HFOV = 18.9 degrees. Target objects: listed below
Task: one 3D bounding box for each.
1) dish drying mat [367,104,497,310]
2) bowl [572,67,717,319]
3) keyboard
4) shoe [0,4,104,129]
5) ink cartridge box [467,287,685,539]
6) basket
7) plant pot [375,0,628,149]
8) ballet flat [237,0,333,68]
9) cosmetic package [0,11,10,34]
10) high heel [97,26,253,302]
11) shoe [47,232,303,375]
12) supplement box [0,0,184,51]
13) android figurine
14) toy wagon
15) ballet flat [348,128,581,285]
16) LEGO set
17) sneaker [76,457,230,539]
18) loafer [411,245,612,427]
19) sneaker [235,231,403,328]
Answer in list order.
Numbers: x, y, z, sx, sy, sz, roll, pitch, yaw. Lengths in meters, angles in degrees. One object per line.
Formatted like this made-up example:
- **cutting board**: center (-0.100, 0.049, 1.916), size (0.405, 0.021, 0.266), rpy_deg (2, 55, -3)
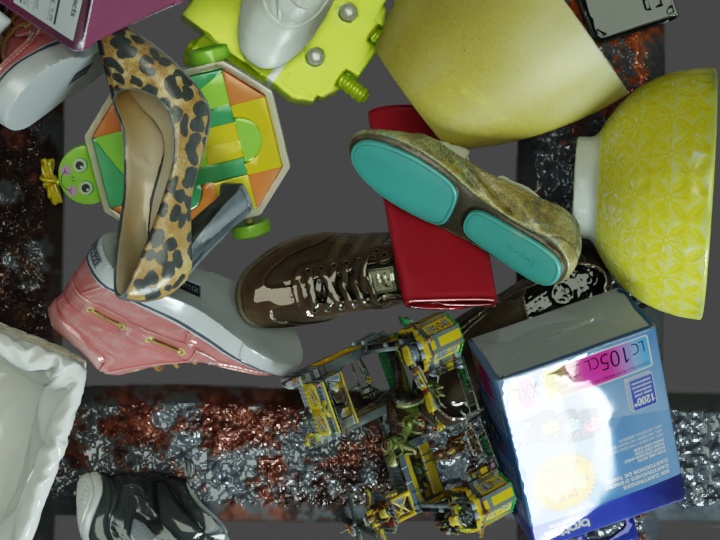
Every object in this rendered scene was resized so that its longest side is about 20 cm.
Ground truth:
- **dish drying mat**: center (0.056, -0.052, 1.724), size (0.076, 0.018, 0.201), rpy_deg (0, 53, -13)
- **bowl**: center (0.222, -0.064, 1.714), size (0.107, 0.200, 0.202), rpy_deg (4, 86, 6)
- **keyboard**: center (0.222, -0.302, 1.809), size (0.126, 0.021, 0.201), rpy_deg (-17, 89, -1)
- **shoe**: center (-0.257, -0.175, 1.668), size (0.091, 0.200, 0.072), rpy_deg (39, 115, 1)
- **ink cartridge box**: center (0.177, 0.131, 1.724), size (0.136, 0.076, 0.201), rpy_deg (-19, 121, -6)
- **basket**: center (-0.322, 0.126, 1.647), size (0.199, 0.161, 0.200), rpy_deg (20, 92, -3)
- **plant pot**: center (0.096, -0.178, 1.714), size (0.142, 0.200, 0.201), rpy_deg (-36, 91, 7)
- **ballet flat**: center (-0.032, -0.251, 1.715), size (0.069, 0.069, 0.201), rpy_deg (35, 82, -3)
- **cosmetic package**: center (-0.360, -0.186, 1.649), size (0.081, 0.200, 0.113), rpy_deg (40, 81, -33)
- **high heel**: center (-0.174, -0.082, 1.638), size (0.143, 0.071, 0.201), rpy_deg (-46, 113, -35)
- **shoe**: center (-0.148, 0.048, 1.731), size (0.199, 0.072, 0.091), rpy_deg (28, 124, -25)
- **supplement box**: center (-0.232, -0.266, 1.597), size (0.199, 0.131, 0.104), rpy_deg (32, 128, 20)
- **android figurine**: center (-0.061, -0.217, 1.765), size (0.200, 0.041, 0.182), rpy_deg (38, 84, -1)
- **toy wagon**: center (-0.159, -0.089, 1.729), size (0.199, 0.040, 0.156), rpy_deg (-14, 101, 0)
- **ballet flat**: center (0.085, -0.060, 1.684), size (0.199, 0.071, 0.071), rpy_deg (31, 84, 4)
- **LEGO set**: center (0.021, 0.134, 1.689), size (0.115, 0.153, 0.201), rpy_deg (-24, 106, -33)
- **sneaker**: center (-0.152, 0.247, 1.709), size (0.113, 0.075, 0.202), rpy_deg (-14, 86, -4)
- **loafer**: center (0.123, 0.048, 1.751), size (0.200, 0.071, 0.073), rpy_deg (-43, 91, -6)
- **sneaker**: center (0.000, 0.000, 1.719), size (0.199, 0.075, 0.071), rpy_deg (-15, 97, -20)
